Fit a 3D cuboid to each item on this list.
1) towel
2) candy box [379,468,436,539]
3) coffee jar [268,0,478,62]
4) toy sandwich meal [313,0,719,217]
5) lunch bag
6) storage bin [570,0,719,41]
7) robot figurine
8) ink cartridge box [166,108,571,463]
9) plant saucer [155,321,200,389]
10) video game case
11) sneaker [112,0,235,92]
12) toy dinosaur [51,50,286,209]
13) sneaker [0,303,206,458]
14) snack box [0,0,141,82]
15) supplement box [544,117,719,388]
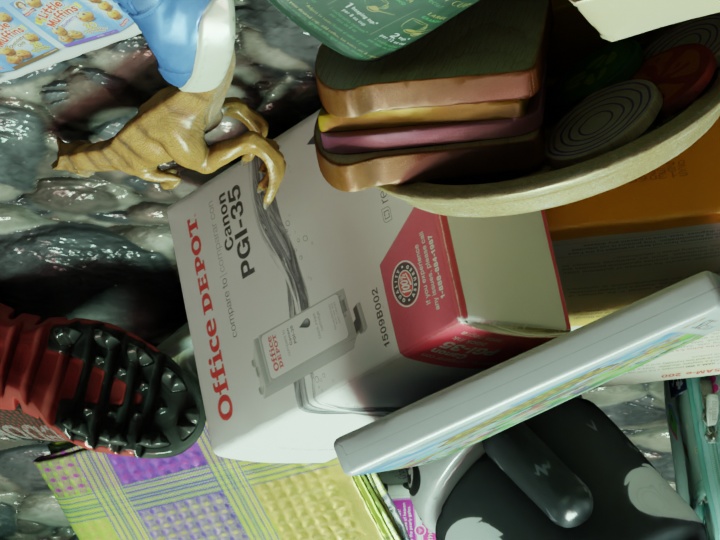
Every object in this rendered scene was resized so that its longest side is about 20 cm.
[{"bbox_3d":[-0.078,0.136,1.702,0.199,0.023,0.144,-16,118,23],"label":"towel"},{"bbox_3d":[0.043,0.145,1.794,0.199,0.061,0.136,-5,-172,4],"label":"candy box"},{"bbox_3d":[0.049,-0.169,1.222,0.199,0.086,0.104,-23,139,35],"label":"coffee jar"},{"bbox_3d":[0.075,-0.092,1.318,0.204,0.205,0.071,-11,115,17],"label":"toy sandwich meal"},{"bbox_3d":[0.223,0.113,1.694,0.077,0.161,0.200,-6,158,4],"label":"lunch bag"},{"bbox_3d":[0.149,-0.207,1.034,0.199,0.200,0.094,-14,154,22],"label":"storage bin"},{"bbox_3d":[0.113,0.146,1.627,0.124,0.200,0.151,-16,144,-42],"label":"robot figurine"},{"bbox_3d":[0.000,0.000,1.468,0.082,0.147,0.200,6,154,-42],"label":"ink cartridge box"},{"bbox_3d":[-0.032,0.051,1.683,0.199,0.050,0.200,-1,153,-1],"label":"plant saucer"},{"bbox_3d":[0.096,0.053,1.436,0.199,0.022,0.182,-25,173,10],"label":"video game case"},{"bbox_3d":[-0.112,-0.148,1.256,0.111,0.077,0.200,-5,149,-6],"label":"sneaker"},{"bbox_3d":[-0.085,-0.075,1.424,0.106,0.061,0.200,16,147,-29],"label":"toy dinosaur"},{"bbox_3d":[-0.171,0.065,1.643,0.199,0.071,0.098,14,168,20],"label":"sneaker"},{"bbox_3d":[-0.198,-0.112,1.381,0.199,0.024,0.072,-17,149,26],"label":"snack box"},{"bbox_3d":[0.159,-0.013,1.545,0.125,0.074,0.200,-6,152,7],"label":"supplement box"}]
